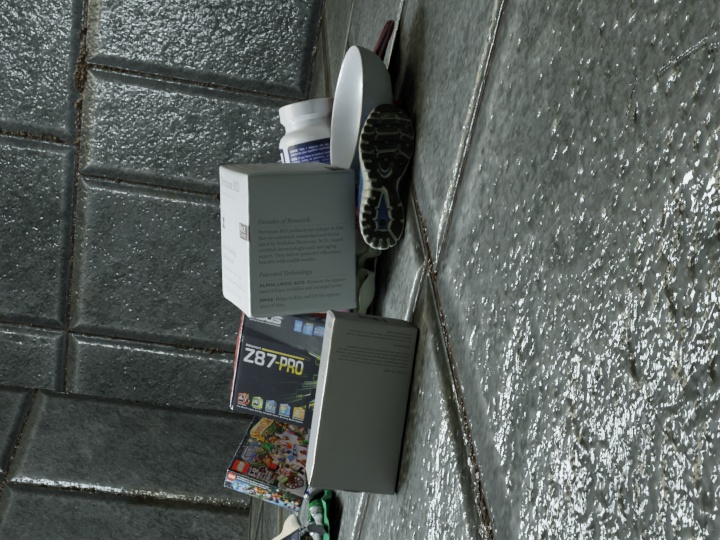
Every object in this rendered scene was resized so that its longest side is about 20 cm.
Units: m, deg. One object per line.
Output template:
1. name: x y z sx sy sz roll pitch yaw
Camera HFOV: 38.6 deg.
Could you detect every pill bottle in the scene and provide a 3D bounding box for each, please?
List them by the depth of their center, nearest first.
1. pill bottle: -0.069 -0.170 1.665 0.116 0.114 0.203 -163 63 -82

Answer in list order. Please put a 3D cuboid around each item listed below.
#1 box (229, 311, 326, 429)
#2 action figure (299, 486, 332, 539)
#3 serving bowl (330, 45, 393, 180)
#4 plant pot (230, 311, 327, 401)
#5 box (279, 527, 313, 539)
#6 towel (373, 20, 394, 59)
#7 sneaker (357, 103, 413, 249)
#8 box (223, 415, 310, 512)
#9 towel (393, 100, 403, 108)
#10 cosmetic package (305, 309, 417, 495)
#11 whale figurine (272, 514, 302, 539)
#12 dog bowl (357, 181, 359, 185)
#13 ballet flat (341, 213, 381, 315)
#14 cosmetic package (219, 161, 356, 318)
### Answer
1. box: -0.085 0.146 1.519 0.049 0.197 0.164 -16 -63 -73
2. action figure: -0.071 0.401 1.699 0.200 0.054 0.120 -104 20 -79
3. serving bowl: 0.008 -0.228 1.527 0.200 0.065 0.203 -175 90 -77
4. plant pot: -0.104 0.150 1.654 0.201 0.192 0.204 -172 90 -82
5. box: -0.126 0.571 1.801 0.199 0.049 0.203 135 144 -56
6. towel: 0.016 -0.295 1.708 0.146 0.022 0.201 -71 -1 -45
7. sneaker: 0.025 -0.130 1.426 0.089 0.077 0.203 172 105 -79
8. box: -0.142 0.322 1.794 0.201 0.135 0.038 -67 -5 -61
9. towel: 0.034 -0.163 1.591 0.145 0.022 0.203 -139 55 -78
10. cosmetic package: -0.001 0.157 1.234 0.085 0.106 0.203 -147 66 -81
11. whale figurine: -0.149 0.577 1.983 0.202 0.103 0.159 -60 28 0
12. dog bowl: -0.029 -0.153 1.842 0.200 0.073 0.203 -172 90 -81
13. ballet flat: 0.000 0.000 1.559 0.071 0.068 0.203 -23 63 57
14. cosmetic package: -0.107 -0.051 1.497 0.165 0.163 0.203 -157 64 -66
